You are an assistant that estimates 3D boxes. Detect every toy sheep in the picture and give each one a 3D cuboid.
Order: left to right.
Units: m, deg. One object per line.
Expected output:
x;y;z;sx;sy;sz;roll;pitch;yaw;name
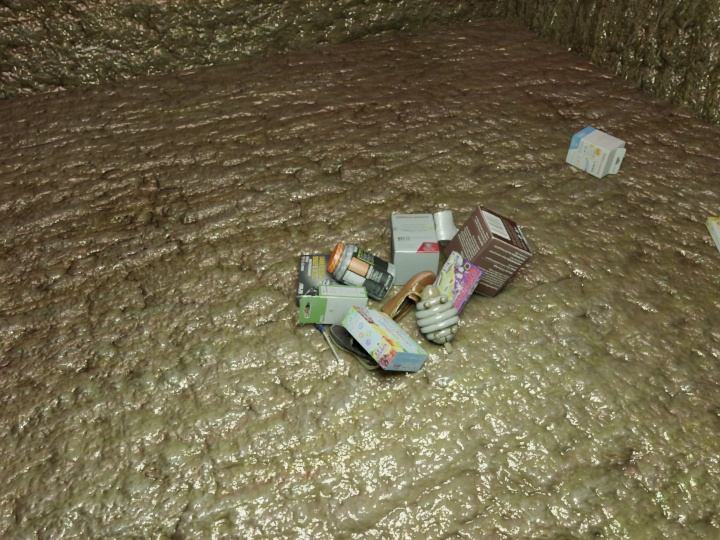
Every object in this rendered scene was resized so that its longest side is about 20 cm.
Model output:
0.223;0.139;1.531;0.136;0.138;0.204;-14;87;-15;toy sheep

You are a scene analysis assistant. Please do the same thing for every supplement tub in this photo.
0.000;0.000;1.655;0.198;0.123;0.124;26;42;-10;supplement tub

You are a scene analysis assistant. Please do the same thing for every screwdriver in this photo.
-0.099;0.190;1.563;0.029;0.028;0.200;-40;47;-1;screwdriver

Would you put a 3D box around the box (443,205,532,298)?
0.393;-0.057;1.671;0.162;0.201;0.167;19;37;-23;box

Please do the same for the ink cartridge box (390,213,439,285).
0.174;-0.072;1.763;0.142;0.146;0.202;0;43;0;ink cartridge box

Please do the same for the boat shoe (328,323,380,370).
-0.013;0.203;1.524;0.199;0.066;0.073;32;51;30;boat shoe

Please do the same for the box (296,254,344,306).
-0.123;0.029;1.724;0.155;0.049;0.202;0;43;0;box

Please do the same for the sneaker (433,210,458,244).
0.311;-0.146;1.809;0.073;0.199;0.118;-11;79;32;sneaker

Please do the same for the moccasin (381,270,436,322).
0.153;0.080;1.607;0.200;0.074;0.078;-38;42;-8;moccasin

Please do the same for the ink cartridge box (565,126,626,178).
0.992;-0.491;2.234;0.124;0.130;0.199;-28;49;-27;ink cartridge box

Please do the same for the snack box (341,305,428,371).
0.068;0.190;1.475;0.168;0.068;0.200;18;21;-51;snack box

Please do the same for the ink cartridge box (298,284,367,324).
-0.084;0.101;1.577;0.196;0.105;0.060;3;37;-14;ink cartridge box

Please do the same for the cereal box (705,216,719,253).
1.332;-0.111;1.890;0.141;0.040;0.202;7;44;8;cereal box

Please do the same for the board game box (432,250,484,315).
0.274;0.058;1.603;0.120;0.202;0.032;38;17;33;board game box
